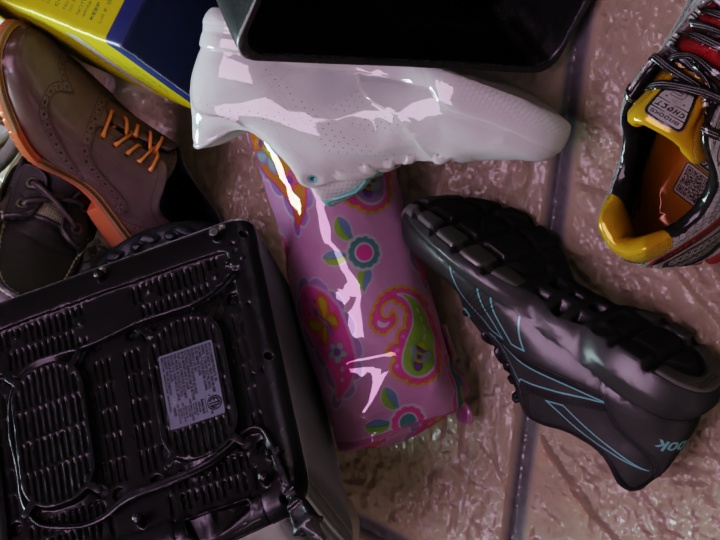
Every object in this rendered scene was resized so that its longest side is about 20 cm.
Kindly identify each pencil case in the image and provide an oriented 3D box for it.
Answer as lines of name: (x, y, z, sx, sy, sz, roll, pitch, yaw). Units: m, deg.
pencil case: (0.000, 0.000, 0.906, 0.087, 0.087, 0.202, -18, 88, 44)

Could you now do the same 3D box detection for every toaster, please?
toaster: (-0.107, 0.097, 0.886, 0.179, 0.119, 0.202, -20, 61, 9)

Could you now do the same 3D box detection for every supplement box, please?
supplement box: (-0.146, -0.180, 0.953, 0.199, 0.109, 0.110, 26, 86, 37)

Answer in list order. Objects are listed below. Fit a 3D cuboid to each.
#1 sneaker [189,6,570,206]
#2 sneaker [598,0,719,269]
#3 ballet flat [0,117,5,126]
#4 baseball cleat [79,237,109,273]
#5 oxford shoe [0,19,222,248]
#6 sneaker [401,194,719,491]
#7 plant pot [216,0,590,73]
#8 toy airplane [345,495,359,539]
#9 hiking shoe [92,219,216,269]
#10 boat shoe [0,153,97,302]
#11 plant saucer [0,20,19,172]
sneaker: (0.007, -0.072, 0.837, 0.198, 0.075, 0.090, 15, 99, 10)
sneaker: (0.166, -0.085, 0.725, 0.078, 0.082, 0.202, 33, 121, 33)
ballet flat: (-0.234, -0.128, 0.969, 0.068, 0.200, 0.064, 26, 86, 32)
baseball cleat: (-0.208, 0.049, 1.136, 0.199, 0.070, 0.107, -21, 98, 49)
oxford shoe: (-0.151, -0.081, 0.984, 0.072, 0.200, 0.072, -2, 57, 30)
sneaker: (0.089, 0.033, 0.833, 0.200, 0.075, 0.080, 40, 127, 30)
plant pot: (0.020, -0.231, 0.766, 0.178, 0.198, 0.201, 56, 133, 35)
toy airplane: (-0.101, 0.147, 0.994, 0.200, 0.140, 0.201, 52, 130, 22)
hiking shoe: (-0.141, 0.029, 1.042, 0.200, 0.087, 0.075, -42, 84, 31)
boat shoe: (-0.202, -0.040, 1.034, 0.071, 0.202, 0.066, 27, 120, -16)
plant saucer: (-0.274, -0.164, 1.145, 0.199, 0.050, 0.203, 13, 109, 40)
